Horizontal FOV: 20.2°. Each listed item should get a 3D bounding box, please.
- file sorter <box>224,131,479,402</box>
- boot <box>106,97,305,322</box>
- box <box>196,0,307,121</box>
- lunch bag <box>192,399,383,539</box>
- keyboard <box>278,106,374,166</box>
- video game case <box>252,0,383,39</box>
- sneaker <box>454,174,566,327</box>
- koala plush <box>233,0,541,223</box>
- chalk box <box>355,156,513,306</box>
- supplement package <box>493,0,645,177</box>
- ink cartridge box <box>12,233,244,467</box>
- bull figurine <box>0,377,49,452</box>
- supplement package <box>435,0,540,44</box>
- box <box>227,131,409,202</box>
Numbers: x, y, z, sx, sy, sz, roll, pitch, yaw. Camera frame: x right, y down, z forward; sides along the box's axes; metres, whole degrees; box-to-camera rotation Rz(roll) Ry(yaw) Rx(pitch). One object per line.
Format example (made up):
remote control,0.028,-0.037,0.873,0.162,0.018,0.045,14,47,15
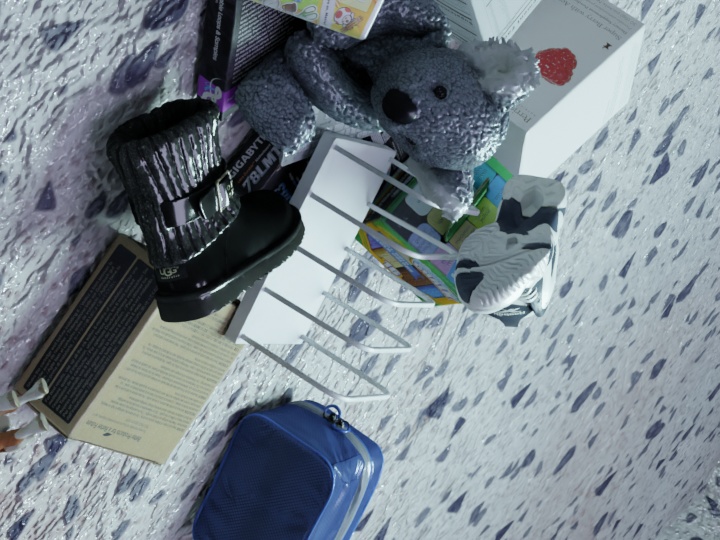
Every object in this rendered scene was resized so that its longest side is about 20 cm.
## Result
file sorter,0.000,0.000,1.780,0.201,0.124,0.139,-64,159,9
boot,-0.119,-0.067,1.625,0.211,0.079,0.159,-47,125,-62
box,-0.066,-0.231,1.602,0.143,0.036,0.201,-38,155,-38
lunch bag,-0.069,0.231,2.136,0.132,0.135,0.201,-7,128,-62
keyboard,-0.003,-0.138,1.774,0.199,0.011,0.057,-24,142,-50
video game case,-0.034,-0.285,1.468,0.181,0.023,0.201,16,113,-27
sneaker,0.134,0.014,1.827,0.200,0.079,0.131,-67,161,-54
koala plush,0.041,-0.152,1.623,0.183,0.199,0.178,-13,135,-61
chalk box,0.087,-0.050,1.950,0.125,0.124,0.200,-50,-170,-9
supplement package,0.178,-0.187,2.052,0.200,0.121,0.120,-42,156,-29
ink cartridge box,-0.188,0.072,1.738,0.165,0.075,0.200,-54,159,0
bull figurine,-0.312,0.110,1.531,0.121,0.066,0.200,-21,166,4
supplement package,0.090,-0.288,1.736,0.114,0.109,0.200,-50,158,-10
box,-0.030,-0.106,1.838,0.199,0.050,0.200,-49,156,-9
